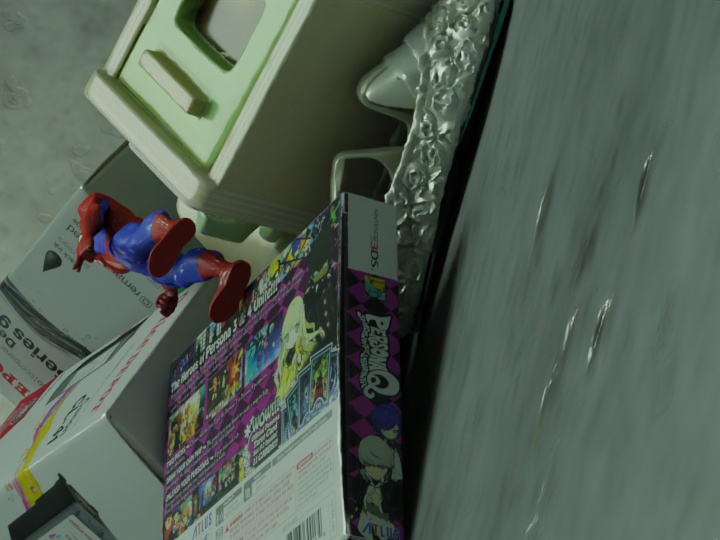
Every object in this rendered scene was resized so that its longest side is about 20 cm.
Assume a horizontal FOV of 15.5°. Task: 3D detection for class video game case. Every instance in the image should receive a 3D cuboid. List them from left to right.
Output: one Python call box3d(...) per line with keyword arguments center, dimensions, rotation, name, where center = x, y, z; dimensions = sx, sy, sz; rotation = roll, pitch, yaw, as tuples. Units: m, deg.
box3d(center=(-0.041, 0.087, 1.295), dimensions=(0.200, 0.036, 0.182), rotation=(-44, 40, 49), name="video game case")

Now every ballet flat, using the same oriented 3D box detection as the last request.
box3d(center=(0.022, -0.061, 1.330), dimensions=(0.072, 0.071, 0.201), rotation=(-99, 24, -79), name="ballet flat")

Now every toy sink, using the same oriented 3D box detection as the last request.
box3d(center=(-0.058, -0.092, 1.395), dimensions=(0.130, 0.112, 0.201), rotation=(45, 113, 42), name="toy sink")

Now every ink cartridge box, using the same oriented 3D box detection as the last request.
box3d(center=(-0.142, 0.105, 1.494), dimensions=(0.200, 0.086, 0.148), rotation=(-35, 14, 40), name="ink cartridge box")
box3d(center=(-0.137, 0.027, 1.600), dimensions=(0.200, 0.146, 0.084), rotation=(-45, 3, 46), name="ink cartridge box")

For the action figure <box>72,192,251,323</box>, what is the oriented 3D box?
box3d(center=(-0.118, -0.009, 1.414), dimensions=(0.052, 0.065, 0.200), rotation=(-59, 21, -3), name="action figure")
